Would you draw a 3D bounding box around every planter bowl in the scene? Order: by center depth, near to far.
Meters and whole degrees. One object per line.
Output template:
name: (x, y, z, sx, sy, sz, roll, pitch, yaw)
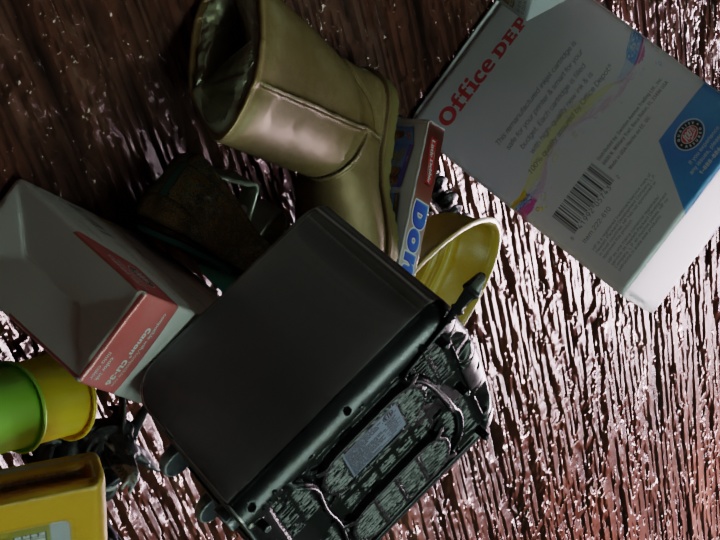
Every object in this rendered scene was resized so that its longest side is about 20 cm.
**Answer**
planter bowl: (0.003, 0.024, 1.740, 0.200, 0.083, 0.201, -47, 163, -20)

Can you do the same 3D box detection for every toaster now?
toaster: (-0.018, 0.077, 1.490, 0.200, 0.119, 0.181, -45, 155, -9)

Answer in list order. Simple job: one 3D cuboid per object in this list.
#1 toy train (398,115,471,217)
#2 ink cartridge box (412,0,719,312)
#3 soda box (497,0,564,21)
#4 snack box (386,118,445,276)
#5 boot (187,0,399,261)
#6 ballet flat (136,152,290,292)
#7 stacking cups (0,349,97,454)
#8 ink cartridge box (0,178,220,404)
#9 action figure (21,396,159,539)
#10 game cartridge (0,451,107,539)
toy train: (0.038, -0.054, 1.771, 0.046, 0.034, 0.200, -37, 154, 1)
ink cartridge box: (0.156, -0.091, 1.722, 0.145, 0.200, 0.085, -52, 157, 5)
soda box: (0.122, -0.260, 1.604, 0.068, 0.064, 0.201, -30, 146, -36)
snack box: (0.000, 0.000, 1.634, 0.024, 0.072, 0.201, 29, 70, -53)
boot: (-0.044, -0.067, 1.539, 0.200, 0.066, 0.176, 25, 64, -65)
ballet flat: (-0.077, -0.022, 1.600, 0.071, 0.071, 0.200, -50, 154, -1)
stacking cups: (-0.248, 0.089, 1.488, 0.199, 0.060, 0.061, -12, 134, -45)
ink cartridge box: (-0.135, 0.026, 1.505, 0.068, 0.116, 0.200, -53, 153, 5)
action figure: (-0.185, 0.165, 1.623, 0.200, 0.102, 0.119, -53, 142, 7)
game cartridge: (-0.236, 0.200, 1.532, 0.175, 0.033, 0.201, -10, 135, -13)
